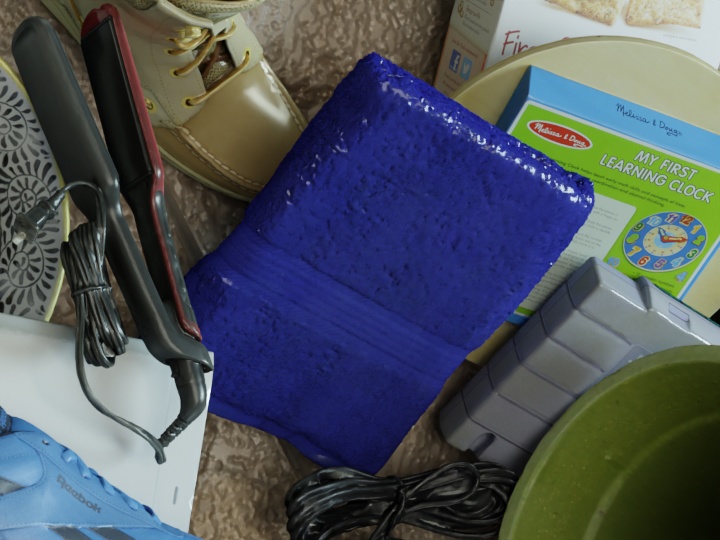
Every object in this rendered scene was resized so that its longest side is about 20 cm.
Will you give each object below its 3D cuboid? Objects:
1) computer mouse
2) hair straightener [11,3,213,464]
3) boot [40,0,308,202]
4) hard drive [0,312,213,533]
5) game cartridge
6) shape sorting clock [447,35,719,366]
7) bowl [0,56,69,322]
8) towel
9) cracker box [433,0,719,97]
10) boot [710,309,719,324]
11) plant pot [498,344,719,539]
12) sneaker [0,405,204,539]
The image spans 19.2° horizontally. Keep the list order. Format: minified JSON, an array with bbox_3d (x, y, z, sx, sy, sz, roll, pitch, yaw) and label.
[{"bbox_3d":[0.014,0.194,1.076,0.138,0.053,0.200,-1,93,-31],"label":"computer mouse"},{"bbox_3d":[-0.116,-0.013,0.904,0.077,0.041,0.200,-12,88,-35],"label":"hair straightener"},{"bbox_3d":[-0.071,-0.109,0.971,0.073,0.155,0.200,-44,109,-17],"label":"boot"},{"bbox_3d":[-0.166,0.082,0.897,0.200,0.026,0.132,12,82,-26],"label":"hard drive"},{"bbox_3d":[0.158,0.083,1.113,0.200,0.038,0.130,31,112,-25],"label":"game cartridge"},{"bbox_3d":[0.111,-0.029,1.069,0.200,0.039,0.200,-4,128,-5],"label":"shape sorting clock"},{"bbox_3d":[-0.237,-0.019,0.930,0.201,0.094,0.201,-1,92,-26],"label":"bowl"},{"bbox_3d":[0.000,0.000,1.021,0.148,0.050,0.200,29,113,-27],"label":"towel"},{"bbox_3d":[0.121,-0.139,1.081,0.134,0.058,0.200,6,108,-25],"label":"cracker box"},{"bbox_3d":[0.306,0.033,1.217,0.200,0.068,0.188,-37,99,-27],"label":"boot"},{"bbox_3d":[0.201,0.164,1.060,0.190,0.200,0.200,31,79,-40],"label":"plant pot"},{"bbox_3d":[-0.122,0.098,0.868,0.200,0.066,0.078,17,76,-25],"label":"sneaker"}]
